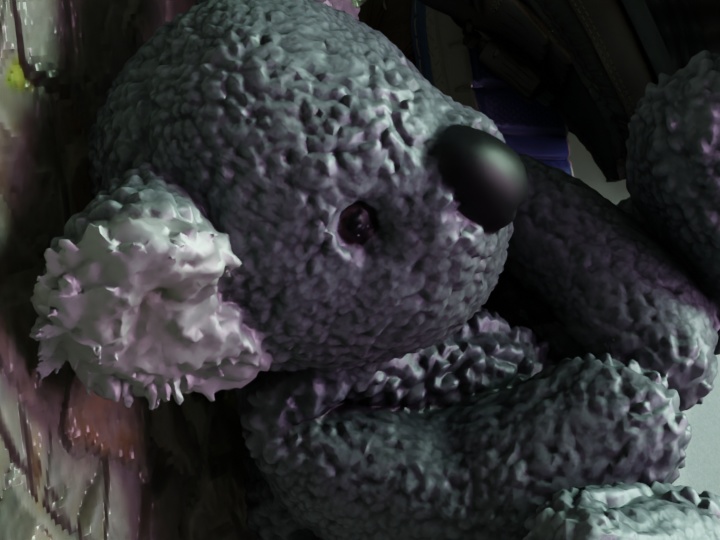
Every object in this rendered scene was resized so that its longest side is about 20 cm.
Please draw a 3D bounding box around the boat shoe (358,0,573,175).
[{"bbox_3d":[0.033,0.000,0.888,0.072,0.072,0.201,5,79,-48],"label":"boat shoe"}]

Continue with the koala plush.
[{"bbox_3d":[0.000,0.000,0.727,0.200,0.183,0.178,40,57,-37],"label":"koala plush"}]

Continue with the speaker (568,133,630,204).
[{"bbox_3d":[0.124,-0.052,1.002,0.200,0.081,0.082,25,-51,60],"label":"speaker"}]

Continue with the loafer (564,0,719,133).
[{"bbox_3d":[0.081,-0.093,0.945,0.200,0.072,0.073,-135,-142,-57],"label":"loafer"}]

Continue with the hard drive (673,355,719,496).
[{"bbox_3d":[0.139,0.089,0.890,0.139,0.033,0.200,42,31,-17],"label":"hard drive"}]

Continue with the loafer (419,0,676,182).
[{"bbox_3d":[0.028,-0.108,0.827,0.201,0.063,0.072,60,-13,10],"label":"loafer"}]
